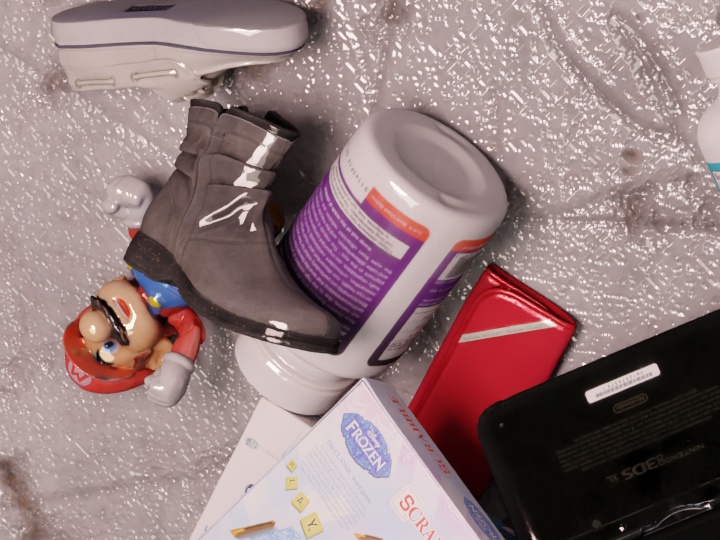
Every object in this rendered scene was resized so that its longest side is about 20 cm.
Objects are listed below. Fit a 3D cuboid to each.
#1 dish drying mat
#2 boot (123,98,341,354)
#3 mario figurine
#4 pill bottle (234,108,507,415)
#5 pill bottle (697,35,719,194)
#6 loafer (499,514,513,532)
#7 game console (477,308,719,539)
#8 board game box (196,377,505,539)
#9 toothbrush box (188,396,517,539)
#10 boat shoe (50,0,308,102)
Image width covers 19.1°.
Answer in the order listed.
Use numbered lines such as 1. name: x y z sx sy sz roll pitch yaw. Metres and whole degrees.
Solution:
1. dish drying mat: 0.074 0.094 1.469 0.077 0.018 0.200 33 120 10
2. boot: -0.070 -0.034 1.368 0.200 0.070 0.132 29 98 40
3. mario figurine: -0.146 0.012 1.487 0.106 0.123 0.200 28 118 -26
4. pill bottle: 0.000 0.000 1.415 0.111 0.111 0.200 40 121 7
5. pill bottle: 0.270 -0.053 1.266 0.111 0.111 0.200 -20 99 30
6. loafer: 0.083 0.234 1.467 0.200 0.063 0.072 -46 64 18
7. game console: 0.202 0.144 1.389 0.200 0.116 0.176 -24 68 7
8. board game box: -0.003 0.208 1.360 0.200 0.041 0.200 -44 63 16
9. toothbrush box: -0.007 0.196 1.438 0.200 0.085 0.146 29 97 29
10. boat shoe: -0.121 -0.144 1.443 0.200 0.072 0.066 2 114 26
